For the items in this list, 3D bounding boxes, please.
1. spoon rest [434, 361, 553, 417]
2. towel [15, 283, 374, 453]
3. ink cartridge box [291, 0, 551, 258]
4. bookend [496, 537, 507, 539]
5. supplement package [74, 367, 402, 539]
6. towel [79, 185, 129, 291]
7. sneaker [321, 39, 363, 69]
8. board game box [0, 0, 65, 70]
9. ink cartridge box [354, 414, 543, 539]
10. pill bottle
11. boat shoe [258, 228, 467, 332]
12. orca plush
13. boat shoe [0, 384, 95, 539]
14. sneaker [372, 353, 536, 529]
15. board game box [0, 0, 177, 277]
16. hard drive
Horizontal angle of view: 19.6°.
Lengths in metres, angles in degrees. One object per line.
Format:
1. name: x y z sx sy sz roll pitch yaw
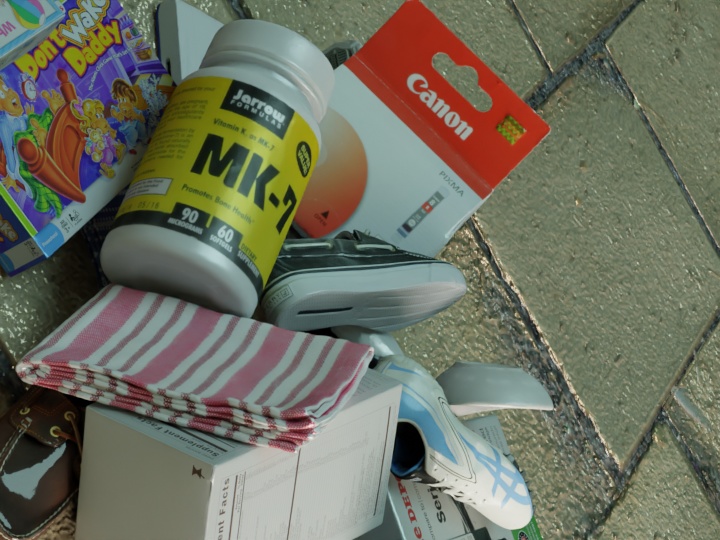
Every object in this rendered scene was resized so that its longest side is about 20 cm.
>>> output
1. spoon rest: 0.063 0.098 1.642 0.099 0.200 0.061 5 92 -46
2. towel: -0.103 0.056 1.343 0.146 0.199 0.030 -50 151 -65
3. ink cartridge box: 0.027 -0.095 1.632 0.162 0.200 0.050 44 1 4
4. bookend: 0.030 0.310 1.418 0.092 0.200 0.199 48 34 -25
5. supplement package: -0.078 0.129 1.364 0.200 0.109 0.114 -18 123 -52
6. towel: -0.178 -0.070 1.547 0.145 0.024 0.201 -16 84 -60
7. sneaker: 0.005 -0.096 1.735 0.099 0.078 0.200 41 40 -39
8. board game box: -0.302 -0.167 1.348 0.135 0.034 0.200 48 44 -2
9. ink cartridge box: 0.052 0.201 1.637 0.200 0.083 0.147 -6 73 -57
10. pill bottle: -0.095 -0.069 1.456 0.114 0.114 0.200 41 57 -34
11. boat shoe: 0.000 0.000 1.544 0.200 0.072 0.071 1 54 -47
12. orca plush: -0.050 0.026 1.623 0.200 0.071 0.105 46 10 9
13. boat shoe: -0.195 0.104 1.350 0.070 0.070 0.200 52 35 -22
14. sneaker: 0.061 0.142 1.563 0.200 0.072 0.073 46 68 -35
15. board game box: -0.214 -0.106 1.454 0.135 0.045 0.200 55 43 -13
16. hard drive: -0.088 -0.129 1.714 0.200 0.025 0.132 26 49 -46
